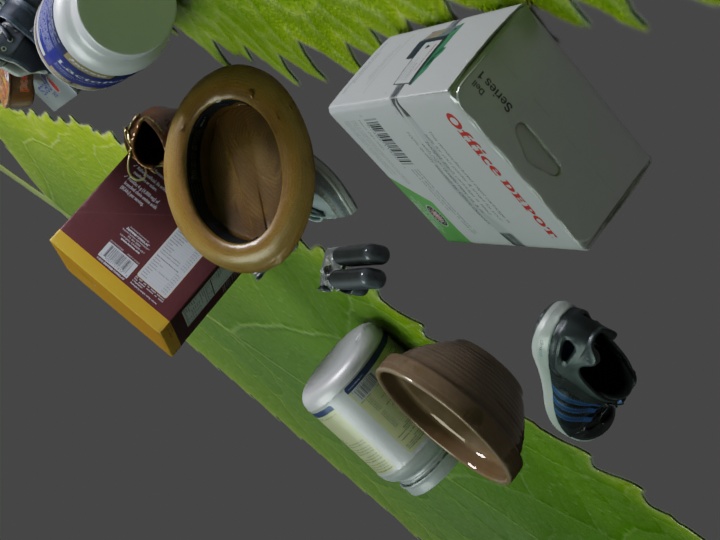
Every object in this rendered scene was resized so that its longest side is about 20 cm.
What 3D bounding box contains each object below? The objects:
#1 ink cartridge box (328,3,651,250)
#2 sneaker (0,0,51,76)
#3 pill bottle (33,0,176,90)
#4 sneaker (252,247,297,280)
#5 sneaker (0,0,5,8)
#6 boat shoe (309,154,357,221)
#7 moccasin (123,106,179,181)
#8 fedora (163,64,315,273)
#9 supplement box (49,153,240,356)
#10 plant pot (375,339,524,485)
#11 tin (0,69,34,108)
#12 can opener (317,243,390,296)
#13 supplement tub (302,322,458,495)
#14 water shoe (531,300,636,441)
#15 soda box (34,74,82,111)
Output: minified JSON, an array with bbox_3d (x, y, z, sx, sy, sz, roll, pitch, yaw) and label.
[{"bbox_3d":[0.084,-0.093,0.931,0.146,0.085,0.199,46,165,-20],"label":"ink cartridge box"},{"bbox_3d":[-0.366,-0.296,1.402,0.203,0.146,0.077,47,166,-19],"label":"sneaker"},{"bbox_3d":[-0.245,-0.241,1.300,0.116,0.116,0.200,45,166,-16],"label":"pill bottle"},{"bbox_3d":[-0.173,-0.072,1.687,0.199,0.082,0.075,40,166,5],"label":"sneaker"},{"bbox_3d":[-0.421,-0.342,1.546,0.114,0.075,0.200,26,163,38],"label":"sneaker"},{"bbox_3d":[-0.080,-0.090,1.422,0.201,0.065,0.075,27,161,42],"label":"boat shoe"},{"bbox_3d":[-0.248,-0.153,1.623,0.201,0.077,0.075,17,128,60],"label":"moccasin"},{"bbox_3d":[-0.104,-0.099,1.332,0.200,0.203,0.081,33,-159,27],"label":"fedora"},{"bbox_3d":[-0.267,-0.036,1.801,0.197,0.201,0.133,38,166,9],"label":"supplement box"},{"bbox_3d":[0.119,0.145,1.543,0.200,0.093,0.201,37,165,12],"label":"plant pot"},{"bbox_3d":[-0.440,-0.278,1.700,0.200,0.041,0.113,-127,35,-55],"label":"tin"},{"bbox_3d":[0.000,0.000,1.548,0.066,0.054,0.200,11,175,-19],"label":"can opener"},{"bbox_3d":[0.037,0.183,1.772,0.200,0.145,0.145,43,166,-10],"label":"supplement tub"},{"bbox_3d":[0.211,0.109,1.233,0.078,0.072,0.201,27,161,37],"label":"water shoe"},{"bbox_3d":[-0.379,-0.257,1.718,0.068,0.064,0.200,44,166,-15],"label":"soda box"}]
